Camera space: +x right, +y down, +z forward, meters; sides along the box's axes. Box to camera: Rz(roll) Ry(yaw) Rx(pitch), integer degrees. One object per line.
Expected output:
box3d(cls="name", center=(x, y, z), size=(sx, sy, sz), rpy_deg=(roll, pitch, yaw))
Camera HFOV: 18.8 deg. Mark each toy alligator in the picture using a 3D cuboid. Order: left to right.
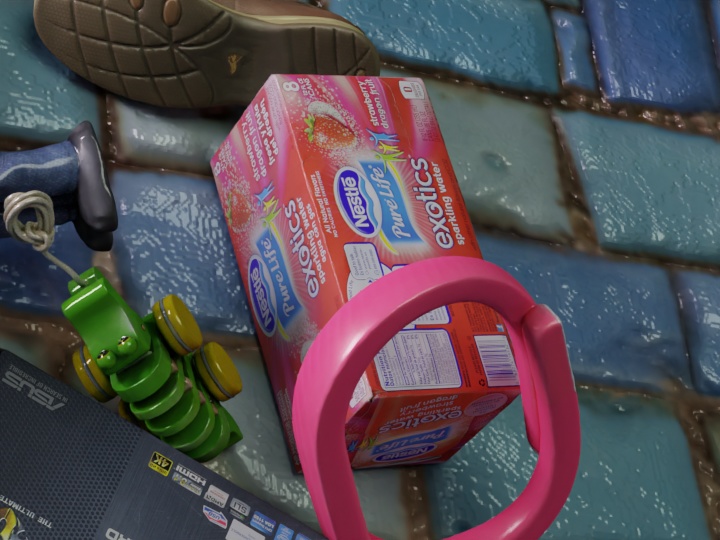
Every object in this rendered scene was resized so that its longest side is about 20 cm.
box3d(cls="toy alligator", center=(-0.111, 0.041, 1.063), size=(0.200, 0.059, 0.054), rpy_deg=(52, 11, -40))

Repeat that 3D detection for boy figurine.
box3d(cls="boy figurine", center=(-0.220, -0.024, 1.056), size=(0.199, 0.124, 0.065), rpy_deg=(-14, 78, -18))

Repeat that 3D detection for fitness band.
box3d(cls="fitness band", center=(0.039, 0.081, 1.095), size=(0.143, 0.201, 0.037), rpy_deg=(-24, 41, -12))

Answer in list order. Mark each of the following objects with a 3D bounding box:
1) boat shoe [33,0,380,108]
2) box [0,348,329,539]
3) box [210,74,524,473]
box3d(cls="boat shoe", center=(-0.090, -0.133, 1.246), size=(0.199, 0.072, 0.068), rpy_deg=(10, 22, -16))
box3d(cls="box", center=(-0.126, 0.152, 1.037), size=(0.200, 0.051, 0.158), rpy_deg=(32, 50, -10))
box3d(cls="box", center=(0.000, 0.000, 1.183), size=(0.099, 0.096, 0.201), rpy_deg=(-1, 61, -32))
